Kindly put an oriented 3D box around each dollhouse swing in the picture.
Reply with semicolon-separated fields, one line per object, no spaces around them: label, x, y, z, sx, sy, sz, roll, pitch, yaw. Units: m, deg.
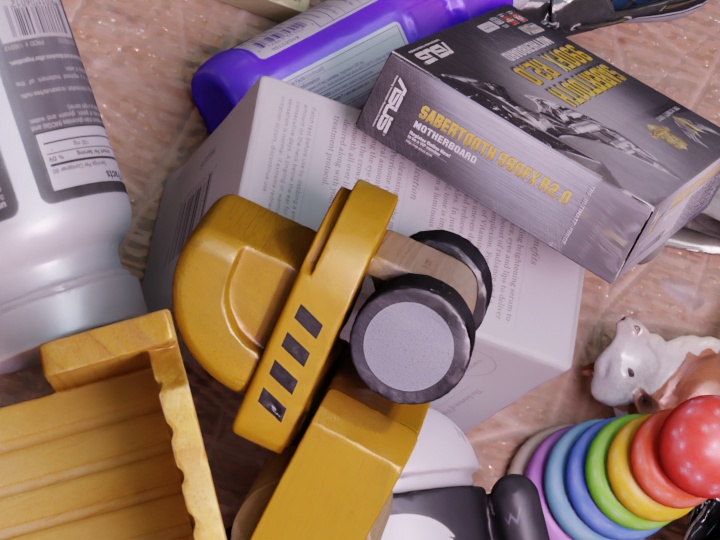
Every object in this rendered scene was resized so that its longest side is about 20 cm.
dollhouse swing;-0.152;0.142;1.293;0.175;0.182;0.201;-13;84;-4

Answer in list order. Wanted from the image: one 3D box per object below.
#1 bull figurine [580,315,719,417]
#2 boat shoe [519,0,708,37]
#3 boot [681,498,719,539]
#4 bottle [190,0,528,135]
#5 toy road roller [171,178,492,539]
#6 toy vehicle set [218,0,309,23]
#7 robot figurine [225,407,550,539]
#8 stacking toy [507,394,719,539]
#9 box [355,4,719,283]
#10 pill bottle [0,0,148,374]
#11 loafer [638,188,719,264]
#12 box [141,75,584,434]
bull figurine;0.219;0.089;1.553;0.121;0.065;0.200;-40;106;-12
boat shoe;0.134;-0.174;1.592;0.199;0.057;0.069;-13;82;-24
boot;0.232;0.190;1.494;0.174;0.069;0.201;27;81;-40
bottle;0.004;-0.129;1.500;0.200;0.083;0.065;-29;102;-20
toy road roller;-0.032;0.049;1.286;0.146;0.123;0.200;25;107;1
toy vehicle set;-0.072;-0.255;1.541;0.124;0.027;0.201;17;71;-19
robot figurine;0.014;0.168;1.418;0.150;0.125;0.201;-5;79;-27
stacking toy;0.157;0.111;1.452;0.085;0.200;0.086;6;75;-22
box;0.105;-0.072;1.409;0.158;0.048;0.200;31;22;13
pill bottle;-0.187;-0.054;1.391;0.116;0.116;0.201;-16;84;-26
loafer;0.162;-0.040;1.565;0.199;0.070;0.070;2;68;-24
box;0.000;0.000;1.434;0.199;0.152;0.107;20;62;-19
